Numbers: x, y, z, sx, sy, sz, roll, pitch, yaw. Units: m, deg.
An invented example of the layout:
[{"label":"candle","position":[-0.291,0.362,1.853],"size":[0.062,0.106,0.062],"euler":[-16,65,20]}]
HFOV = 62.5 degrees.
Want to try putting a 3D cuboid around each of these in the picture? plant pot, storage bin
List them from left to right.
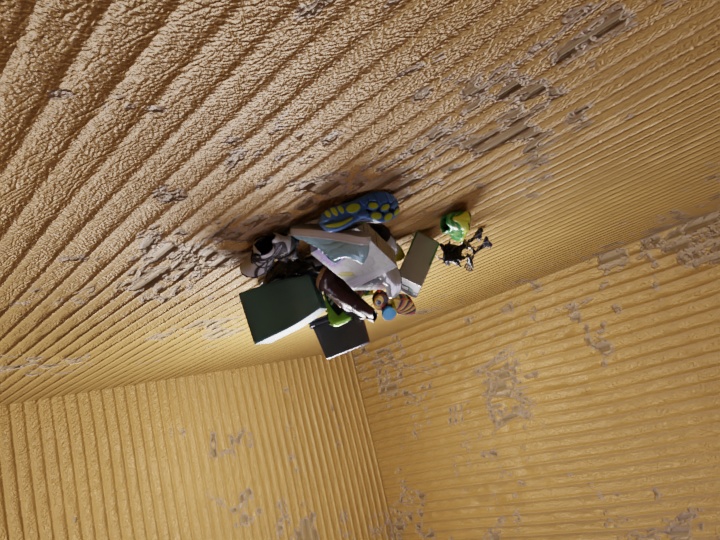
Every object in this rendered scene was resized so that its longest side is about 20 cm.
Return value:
[{"label":"plant pot","position":[-0.201,0.095,1.615],"size":[0.196,0.145,0.141],"euler":[-22,172,8]},{"label":"storage bin","position":[-0.064,0.204,1.963],"size":[0.195,0.138,0.146],"euler":[-19,172,-6]}]

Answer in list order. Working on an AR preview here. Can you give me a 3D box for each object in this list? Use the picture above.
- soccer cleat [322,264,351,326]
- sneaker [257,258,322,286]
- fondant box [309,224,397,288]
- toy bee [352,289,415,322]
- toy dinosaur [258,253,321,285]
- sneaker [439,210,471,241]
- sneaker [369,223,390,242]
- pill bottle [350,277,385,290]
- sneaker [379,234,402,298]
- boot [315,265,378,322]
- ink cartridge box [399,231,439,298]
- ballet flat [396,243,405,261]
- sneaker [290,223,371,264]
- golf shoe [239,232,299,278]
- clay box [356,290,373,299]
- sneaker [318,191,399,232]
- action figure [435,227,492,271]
[{"label":"soccer cleat","position":[-0.078,0.069,1.778],"size":[0.079,0.205,0.068],"euler":[-16,158,0]},{"label":"sneaker","position":[-0.196,0.044,1.719],"size":[0.195,0.117,0.076],"euler":[-16,173,0]},{"label":"fondant box","position":[-0.016,-0.047,1.498],"size":[0.142,0.059,0.199],"euler":[-26,138,23]},{"label":"toy bee","position":[0.081,0.100,1.861],"size":[0.196,0.111,0.130],"euler":[-18,-147,-28]},{"label":"toy dinosaur","position":[-0.185,-0.013,1.646],"size":[0.196,0.079,0.102],"euler":[-14,180,-26]},{"label":"sneaker","position":[0.265,-0.133,1.671],"size":[0.081,0.076,0.200],"euler":[9,172,6]},{"label":"sneaker","position":[-0.011,-0.080,1.593],"size":[0.196,0.073,0.083],"euler":[-22,-163,17]},{"label":"pill bottle","position":[0.000,0.000,1.763],"size":[0.196,0.119,0.115],"euler":[-1,162,-33]},{"label":"sneaker","position":[0.064,-0.010,1.679],"size":[0.085,0.205,0.074],"euler":[-21,-154,-17]},{"label":"boot","position":[-0.030,0.064,1.605],"size":[0.164,0.073,0.201],"euler":[28,166,18]},{"label":"ink cartridge box","position":[0.171,-0.013,1.821],"size":[0.082,0.149,0.200],"euler":[24,169,6]},{"label":"ballet flat","position":[0.067,-0.064,1.724],"size":[0.196,0.067,0.068],"euler":[-3,136,-39]},{"label":"sneaker","position":[-0.074,-0.057,1.374],"size":[0.195,0.084,0.074],"euler":[11,-165,15]},{"label":"golf shoe","position":[-0.240,-0.046,1.438],"size":[0.197,0.080,0.094],"euler":[-26,146,32]},{"label":"clay box","position":[-0.025,0.047,1.943],"size":[0.047,0.118,0.199],"euler":[-5,164,-38]},{"label":"sneaker","position":[-0.004,-0.135,1.350],"size":[0.194,0.073,0.083],"euler":[-15,-170,-14]},{"label":"action figure","position":[0.323,-0.053,1.885],"size":[0.197,0.119,0.104],"euler":[-26,139,-21]}]
